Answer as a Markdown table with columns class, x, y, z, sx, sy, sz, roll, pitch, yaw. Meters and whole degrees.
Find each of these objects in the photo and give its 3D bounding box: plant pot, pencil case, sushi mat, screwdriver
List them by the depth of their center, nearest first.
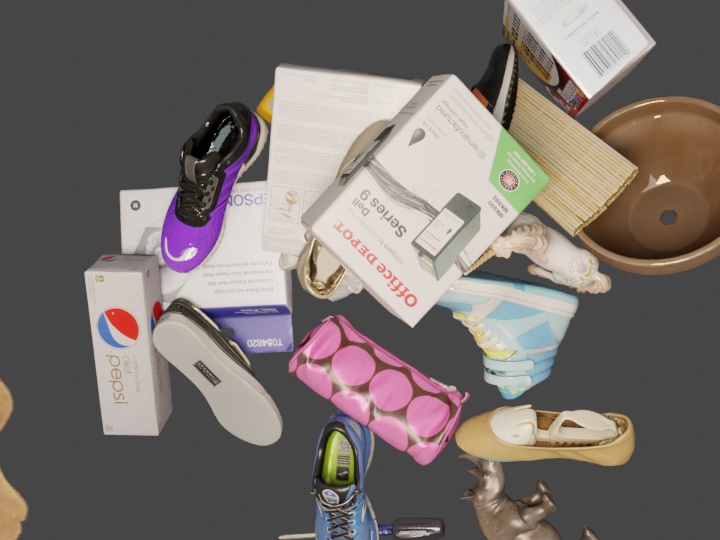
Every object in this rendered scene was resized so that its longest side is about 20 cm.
| class | x | y | z | sx | sy | sz | roll | pitch | yaw |
| --- | --- | --- | --- | --- | --- | --- | --- | --- | --- |
| plant pot | 0.322 | -0.076 | 1.071 | 0.199 | 0.093 | 0.203 | -12 | 59 | 20 |
| sushi mat | 0.200 | -0.126 | 1.091 | 0.096 | 0.012 | 0.200 | -46 | 52 | 4 |
| pencil case | 0.020 | 0.128 | 1.135 | 0.199 | 0.091 | 0.094 | 32 | 95 | 7 |
| screwdriver | 0.000 | 0.301 | 1.172 | 0.198 | 0.028 | 0.029 | -2 | 120 | 9 |

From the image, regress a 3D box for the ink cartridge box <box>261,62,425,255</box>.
| class | x | y | z | sx | sy | sz | roll | pitch | yaw |
| --- | --- | --- | --- | --- | --- | --- | --- | --- | --- |
| ink cartridge box | -0.021 | -0.114 | 1.098 | 0.161 | 0.057 | 0.202 | 8 | 108 | 8 |

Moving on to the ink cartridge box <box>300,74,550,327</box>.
| class | x | y | z | sx | sy | sz | roll | pitch | yaw |
| --- | --- | --- | --- | --- | --- | --- | --- | --- | --- |
| ink cartridge box | 0.061 | -0.067 | 0.986 | 0.146 | 0.084 | 0.200 | 43 | 89 | -14 |

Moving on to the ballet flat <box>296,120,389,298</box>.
| class | x | y | z | sx | sy | sz | roll | pitch | yaw |
| --- | --- | --- | --- | --- | --- | --- | --- | --- | --- |
| ballet flat | -0.010 | -0.059 | 1.051 | 0.069 | 0.069 | 0.201 | 27 | 105 | 6 |

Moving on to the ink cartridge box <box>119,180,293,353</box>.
| class | x | y | z | sx | sy | sz | roll | pitch | yaw |
| --- | --- | --- | --- | --- | --- | --- | --- | --- | --- |
| ink cartridge box | -0.179 | 0.001 | 1.179 | 0.197 | 0.041 | 0.202 | -4 | 91 | 7 |

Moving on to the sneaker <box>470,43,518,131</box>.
| class | x | y | z | sx | sy | sz | roll | pitch | yaw |
| --- | --- | --- | --- | --- | --- | --- | --- | --- | --- |
| sneaker | 0.115 | -0.161 | 1.092 | 0.089 | 0.070 | 0.202 | 11 | 74 | 13 |

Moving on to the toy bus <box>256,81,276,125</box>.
| class | x | y | z | sx | sy | sz | roll | pitch | yaw |
| --- | --- | --- | --- | --- | --- | --- | --- | --- | --- |
| toy bus | -0.016 | -0.146 | 1.143 | 0.200 | 0.065 | 0.078 | 40 | 96 | 5 |

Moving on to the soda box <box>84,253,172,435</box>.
| class | x | y | z | sx | sy | sz | roll | pitch | yaw |
| --- | --- | --- | --- | --- | --- | --- | --- | --- | --- |
| soda box | -0.261 | 0.084 | 1.150 | 0.067 | 0.064 | 0.202 | 1 | 110 | 6 |

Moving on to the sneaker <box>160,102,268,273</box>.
| class | x | y | z | sx | sy | sz | roll | pitch | yaw |
| --- | --- | --- | --- | --- | --- | --- | --- | --- | --- |
| sneaker | -0.176 | -0.097 | 1.107 | 0.069 | 0.100 | 0.202 | 23 | 87 | 12 |

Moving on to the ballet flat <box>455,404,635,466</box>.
| class | x | y | z | sx | sy | sz | roll | pitch | yaw |
| --- | --- | --- | --- | --- | --- | --- | --- | --- | --- |
| ballet flat | 0.205 | 0.174 | 1.121 | 0.198 | 0.069 | 0.063 | 2 | 135 | 2 |

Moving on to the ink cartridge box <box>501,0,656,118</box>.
| class | x | y | z | sx | sy | sz | roll | pitch | yaw |
| --- | --- | --- | --- | --- | --- | --- | --- | --- | --- |
| ink cartridge box | 0.204 | -0.257 | 1.046 | 0.084 | 0.200 | 0.176 | -38 | 87 | 7 |

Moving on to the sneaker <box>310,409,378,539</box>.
| class | x | y | z | sx | sy | sz | roll | pitch | yaw |
| --- | --- | --- | --- | --- | --- | --- | --- | --- | --- |
| sneaker | -0.026 | 0.260 | 1.131 | 0.078 | 0.089 | 0.202 | -5 | 84 | 16 |

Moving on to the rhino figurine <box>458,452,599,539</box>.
| class | x | y | z | sx | sy | sz | roll | pitch | yaw |
| --- | --- | --- | --- | --- | --- | --- | --- | --- | --- |
| rhino figurine | 0.182 | 0.279 | 1.131 | 0.200 | 0.060 | 0.088 | 45 | 100 | 7 |

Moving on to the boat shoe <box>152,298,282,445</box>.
| class | x | y | z | sx | sy | sz | roll | pitch | yaw |
| --- | --- | --- | --- | --- | --- | --- | --- | --- | --- |
| boat shoe | -0.154 | 0.114 | 1.161 | 0.070 | 0.064 | 0.201 | -28 | 112 | 25 |

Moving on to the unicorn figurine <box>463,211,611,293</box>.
| class | x | y | z | sx | sy | sz | roll | pitch | yaw |
| --- | --- | --- | --- | --- | --- | --- | --- | --- | --- |
| unicorn figurine | 0.184 | -0.023 | 1.065 | 0.198 | 0.137 | 0.075 | 13 | 98 | -17 |

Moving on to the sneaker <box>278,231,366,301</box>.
| class | x | y | z | sx | sy | sz | roll | pitch | yaw |
| --- | --- | --- | --- | --- | --- | --- | --- | --- | --- |
| sneaker | 0.000 | 0.000 | 1.136 | 0.198 | 0.075 | 0.087 | 19 | 86 | 9 |

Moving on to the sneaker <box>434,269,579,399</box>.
| class | x | y | z | sx | sy | sz | roll | pitch | yaw |
| --- | --- | --- | --- | --- | --- | --- | --- | --- | --- |
| sneaker | 0.139 | 0.071 | 1.095 | 0.198 | 0.079 | 0.132 | 11 | 97 | -21 |
